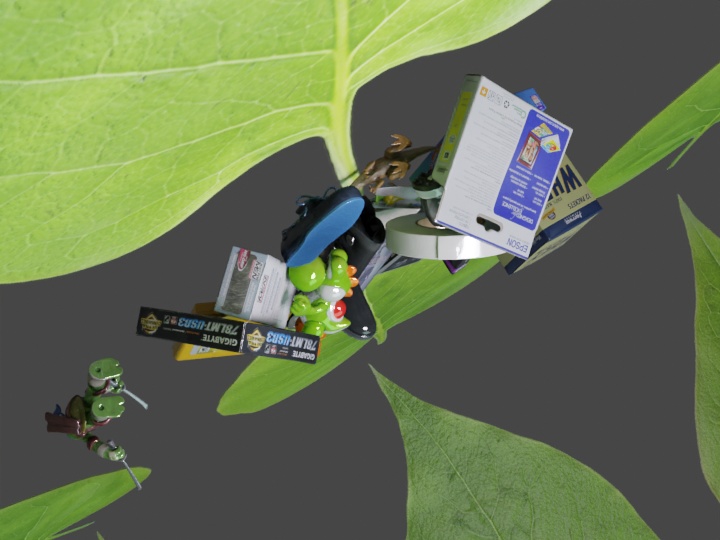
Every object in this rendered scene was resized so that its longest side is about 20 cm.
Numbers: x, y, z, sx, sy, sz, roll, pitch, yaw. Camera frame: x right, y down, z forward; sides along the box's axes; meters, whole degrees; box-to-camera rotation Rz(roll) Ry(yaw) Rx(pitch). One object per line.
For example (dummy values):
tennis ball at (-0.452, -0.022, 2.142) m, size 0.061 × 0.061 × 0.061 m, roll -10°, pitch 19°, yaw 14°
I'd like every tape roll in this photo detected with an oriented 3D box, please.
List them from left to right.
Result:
tape roll at (0.136, -0.056, 1.319) m, size 0.200 × 0.037 × 0.203 m, roll -2°, pitch -167°, yaw 0°

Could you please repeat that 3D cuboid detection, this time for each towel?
towel at (0.029, -0.086, 1.520) m, size 0.199 × 0.035 × 0.132 m, roll -18°, pitch 161°, yaw -51°

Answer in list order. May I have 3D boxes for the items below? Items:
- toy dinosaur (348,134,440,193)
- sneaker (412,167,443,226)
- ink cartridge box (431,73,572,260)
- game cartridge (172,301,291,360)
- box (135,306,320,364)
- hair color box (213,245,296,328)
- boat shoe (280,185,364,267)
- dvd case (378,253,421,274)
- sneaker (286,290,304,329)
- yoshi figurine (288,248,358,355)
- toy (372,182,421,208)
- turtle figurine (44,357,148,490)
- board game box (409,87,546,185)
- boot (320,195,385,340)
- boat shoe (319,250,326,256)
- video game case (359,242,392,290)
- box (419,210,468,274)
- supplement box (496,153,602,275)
toy dinosaur at (0.054, -0.160, 1.260) m, size 0.199 × 0.061 × 0.106 m, roll -27°, pitch 180°, yaw -15°
sneaker at (0.161, -0.127, 1.266) m, size 0.199 × 0.091 × 0.066 m, roll -31°, pitch -148°, yaw -27°
ink cartridge box at (0.190, -0.138, 1.206) m, size 0.197 × 0.047 × 0.202 m, roll 19°, pitch 93°, yaw -38°
game cartridge at (-0.223, 0.102, 1.518) m, size 0.175 × 0.033 × 0.200 m, roll -4°, pitch 157°, yaw -25°
box at (-0.193, 0.096, 1.295) m, size 0.197 × 0.050 × 0.200 m, roll 5°, pitch 173°, yaw 30°
hair color box at (-0.153, 0.030, 1.338) m, size 0.200 × 0.060 × 0.100 m, roll 37°, pitch 68°, yaw -78°
boat shoe at (-0.070, -0.073, 1.242) m, size 0.084 × 0.069 × 0.200 m, roll -4°, pitch 157°, yaw -41°
dvd case at (0.123, -0.050, 1.952) m, size 0.150 × 0.025 × 0.199 m, roll -40°, pitch 166°, yaw 36°
sneaker at (-0.128, 0.064, 1.592) m, size 0.066 × 0.091 × 0.200 m, roll -33°, pitch 169°, yaw 3°
yoshi figurine at (-0.081, 0.041, 1.387) m, size 0.111 × 0.112 × 0.201 m, roll -17°, pitch 141°, yaw -37°
toy at (0.118, -0.129, 1.358) m, size 0.198 × 0.048 × 0.115 m, roll -4°, pitch 169°, yaw -5°
turtle figurine at (-0.409, 0.234, 1.452) m, size 0.194 × 0.199 × 0.145 m, roll -53°, pitch -170°, yaw 51°
board game box at (0.185, -0.203, 1.405) m, size 0.151 × 0.045 × 0.200 m, roll -23°, pitch 165°, yaw -34°
boot at (-0.001, -0.001, 1.408) m, size 0.065 × 0.165 × 0.200 m, roll -26°, pitch 160°, yaw -39°
boat shoe at (-0.046, 0.004, 1.639) m, size 0.065 × 0.073 × 0.200 m, roll -55°, pitch 168°, yaw -21°
video game case at (-0.007, 0.008, 1.574) m, size 0.200 × 0.019 × 0.143 m, roll -52°, pitch 163°, yaw 22°
box at (0.164, -0.088, 1.594) m, size 0.036 × 0.144 × 0.200 m, roll -30°, pitch 169°, yaw -16°
supplement box at (0.315, -0.132, 1.659) m, size 0.133 × 0.201 × 0.200 m, roll -27°, pitch 168°, yaw -20°
